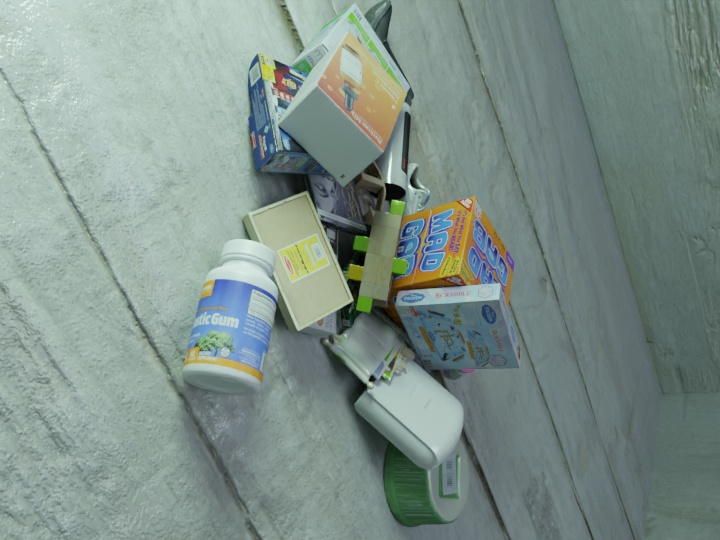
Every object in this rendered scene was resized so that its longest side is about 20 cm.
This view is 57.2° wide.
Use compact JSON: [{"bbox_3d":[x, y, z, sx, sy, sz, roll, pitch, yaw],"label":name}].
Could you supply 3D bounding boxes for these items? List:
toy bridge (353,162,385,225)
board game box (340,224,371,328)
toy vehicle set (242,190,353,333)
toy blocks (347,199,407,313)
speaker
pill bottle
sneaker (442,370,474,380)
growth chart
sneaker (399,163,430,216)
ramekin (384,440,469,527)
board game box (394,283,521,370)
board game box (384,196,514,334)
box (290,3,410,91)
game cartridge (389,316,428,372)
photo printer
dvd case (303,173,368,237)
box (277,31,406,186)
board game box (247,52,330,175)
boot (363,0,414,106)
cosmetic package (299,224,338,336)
[{"bbox_3d":[0.019,-0.172,1.301,0.066,0.027,0.204,13,54,-42],"label":"toy bridge"},{"bbox_3d":[0.000,0.000,1.251,0.202,0.023,0.106,-66,159,-44],"label":"board game box"},{"bbox_3d":[-0.100,-0.016,1.083,0.123,0.026,0.204,-24,92,-36],"label":"toy vehicle set"},{"bbox_3d":[0.037,-0.012,1.205,0.137,0.097,0.205,77,24,-78],"label":"toy blocks"},{"bbox_3d":[0.063,-0.254,1.398,0.081,0.080,0.205,30,58,-48],"label":"speaker"},{"bbox_3d":[-0.178,0.064,0.939,0.112,0.110,0.205,35,54,-46],"label":"pill bottle"},{"bbox_3d":[0.197,0.160,1.502,0.080,0.089,0.203,14,48,-24],"label":"sneaker"},{"bbox_3d":[0.027,0.142,1.245,0.145,0.018,0.199,47,35,6],"label":"growth chart"},{"bbox_3d":[0.115,-0.137,1.440,0.075,0.085,0.205,-28,107,-56],"label":"sneaker"},{"bbox_3d":[0.140,0.411,1.331,0.198,0.096,0.205,19,67,-52],"label":"ramekin"},{"bbox_3d":[0.187,0.112,1.243,0.202,0.195,0.042,64,32,-40],"label":"board game box"},{"bbox_3d":[0.172,0.014,1.333,0.201,0.196,0.203,50,43,-34],"label":"board game box"},{"bbox_3d":[-0.012,-0.374,1.277,0.201,0.095,0.178,50,44,-24],"label":"box"},{"bbox_3d":[0.112,0.123,1.419,0.128,0.038,0.205,-14,94,-52],"label":"game cartridge"},{"bbox_3d":[0.102,0.266,1.252,0.199,0.070,0.166,41,37,6],"label":"photo printer"},{"bbox_3d":[-0.055,-0.166,1.212,0.147,0.016,0.204,16,54,-53],"label":"dvd case"},{"bbox_3d":[-0.024,-0.271,1.103,0.152,0.106,0.202,41,41,-20],"label":"box"},{"bbox_3d":[-0.098,-0.246,1.140,0.197,0.061,0.204,12,56,-43],"label":"board game box"},{"bbox_3d":[0.068,-0.471,1.466,0.201,0.065,0.167,51,52,-32],"label":"boot"},{"bbox_3d":[-0.080,0.006,1.150,0.082,0.050,0.205,19,67,-51],"label":"cosmetic package"}]
